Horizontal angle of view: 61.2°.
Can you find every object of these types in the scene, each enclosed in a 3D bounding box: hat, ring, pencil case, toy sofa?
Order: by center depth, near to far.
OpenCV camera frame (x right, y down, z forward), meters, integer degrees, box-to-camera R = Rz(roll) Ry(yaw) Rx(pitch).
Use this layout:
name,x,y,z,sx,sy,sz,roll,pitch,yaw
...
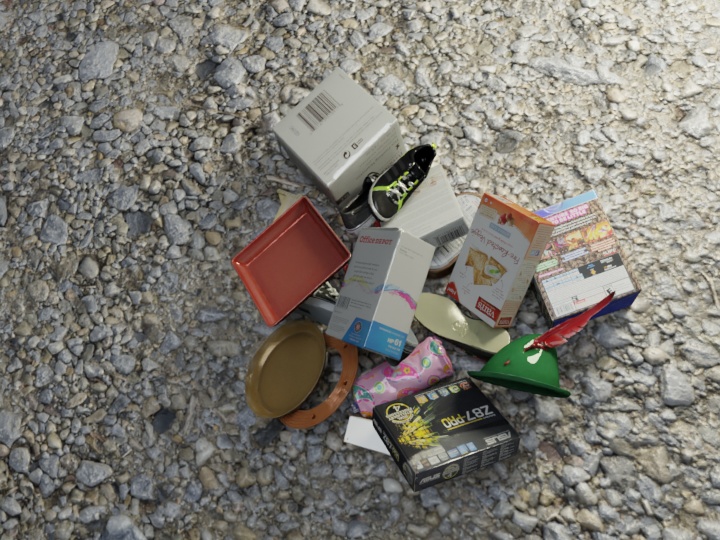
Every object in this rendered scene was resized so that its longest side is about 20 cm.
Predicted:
name,x,y,z,sx,sy,sz,roll,pitch,yaw
hat,0.294,0.112,1.039,0.196,0.166,0.180,13,78,0
pencil case,0.071,0.195,1.117,0.197,0.088,0.089,-27,67,4
ring,-0.081,0.205,1.145,0.198,0.019,0.203,-27,40,25
toy sofa,-0.160,-0.057,1.263,0.096,0.083,0.203,20,77,23

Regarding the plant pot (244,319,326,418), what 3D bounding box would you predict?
name,x,y,z,sx,sy,sz,roll,pitch,yaw
plant pot,-0.140,0.191,1.168,0.197,0.027,0.203,-23,46,25

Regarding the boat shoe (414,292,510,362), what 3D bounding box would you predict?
name,x,y,z,sx,sy,sz,roll,pitch,yaw
boat shoe,0.178,0.108,1.126,0.199,0.063,0.074,25,65,17

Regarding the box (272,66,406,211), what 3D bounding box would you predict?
name,x,y,z,sx,sy,sz,roll,pitch,yaw
box,-0.042,-0.272,1.279,0.199,0.131,0.200,-43,68,-3

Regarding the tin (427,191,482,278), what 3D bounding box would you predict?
name,x,y,z,sx,sy,sz,roll,pitch,yaw
tin,0.179,-0.072,1.205,0.199,0.042,0.112,-41,63,-1

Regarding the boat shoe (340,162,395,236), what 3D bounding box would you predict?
name,x,y,z,sx,sy,sz,roll,pitch,yaw
boat shoe,0.027,-0.161,1.233,0.069,0.067,0.200,20,62,48

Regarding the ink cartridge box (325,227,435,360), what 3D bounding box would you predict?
name,x,y,z,sx,sy,sz,roll,pitch,yaw
ink cartridge box,0.033,0.035,1.045,0.144,0.084,0.204,9,80,61

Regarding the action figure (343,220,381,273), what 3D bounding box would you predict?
name,x,y,z,sx,sy,sz,roll,pitch,yaw
action figure,0.000,0.000,1.219,0.064,0.052,0.204,0,74,31

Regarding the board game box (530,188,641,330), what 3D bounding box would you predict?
name,x,y,z,sx,sy,sz,roll,pitch,yaw
board game box,0.381,-0.015,1.099,0.157,0.097,0.203,-19,68,7

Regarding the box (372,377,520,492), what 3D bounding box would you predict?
name,x,y,z,sx,sy,sz,roll,pitch,yaw
box,0.138,0.266,1.013,0.196,0.050,0.162,-11,34,-20

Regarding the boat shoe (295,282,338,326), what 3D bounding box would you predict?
name,x,y,z,sx,sy,sz,roll,pitch,yaw
boat shoe,-0.075,0.060,1.189,0.197,0.074,0.068,13,57,43

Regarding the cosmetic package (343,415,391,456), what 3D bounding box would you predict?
name,x,y,z,sx,sy,sz,roll,pitch,yaw
cosmetic package,0.076,0.308,1.079,0.196,0.083,0.052,11,75,17

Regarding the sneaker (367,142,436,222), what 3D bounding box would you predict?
name,x,y,z,sx,sy,sz,roll,pitch,yaw
sneaker,0.084,-0.183,1.187,0.072,0.083,0.201,41,64,-14

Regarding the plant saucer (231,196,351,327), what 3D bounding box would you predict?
name,x,y,z,sx,sy,sz,roll,pitch,yaw
plant saucer,-0.130,-0.015,1.153,0.199,0.037,0.201,-41,53,2

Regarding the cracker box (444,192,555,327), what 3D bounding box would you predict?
name,x,y,z,sx,sy,sz,roll,pitch,yaw
cracker box,0.244,-0.018,1.088,0.134,0.057,0.203,38,117,45

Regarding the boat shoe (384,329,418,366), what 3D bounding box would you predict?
name,x,y,z,sx,sy,sz,roll,pitch,yaw
boat shoe,0.049,0.103,1.131,0.068,0.073,0.200,-52,32,16

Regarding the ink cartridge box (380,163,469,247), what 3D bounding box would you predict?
name,x,y,z,sx,sy,sz,roll,pitch,yaw
ink cartridge box,0.117,-0.113,1.208,0.158,0.048,0.202,-25,37,12
